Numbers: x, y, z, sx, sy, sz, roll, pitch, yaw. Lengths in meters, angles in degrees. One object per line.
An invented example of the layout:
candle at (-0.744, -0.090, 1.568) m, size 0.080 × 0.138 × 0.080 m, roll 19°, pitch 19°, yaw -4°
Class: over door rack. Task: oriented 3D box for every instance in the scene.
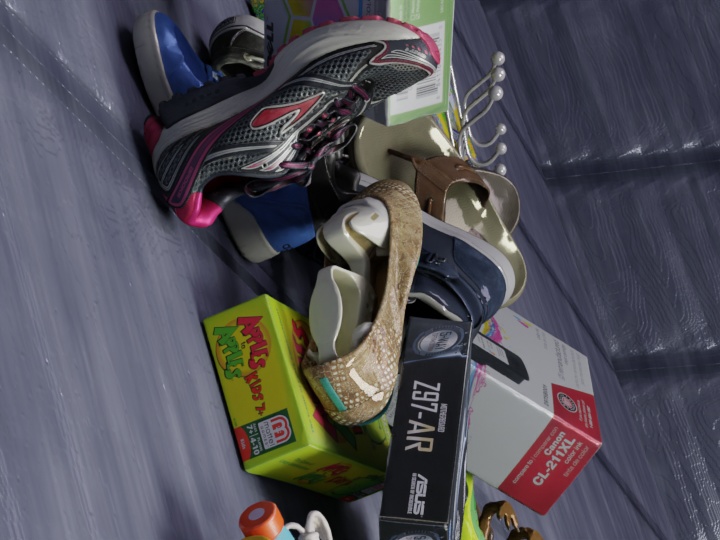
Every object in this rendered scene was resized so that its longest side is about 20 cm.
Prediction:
over door rack at (0.087, -0.189, 1.512) m, size 0.148 × 0.066 × 0.201 m, roll -75°, pitch 143°, yaw -70°

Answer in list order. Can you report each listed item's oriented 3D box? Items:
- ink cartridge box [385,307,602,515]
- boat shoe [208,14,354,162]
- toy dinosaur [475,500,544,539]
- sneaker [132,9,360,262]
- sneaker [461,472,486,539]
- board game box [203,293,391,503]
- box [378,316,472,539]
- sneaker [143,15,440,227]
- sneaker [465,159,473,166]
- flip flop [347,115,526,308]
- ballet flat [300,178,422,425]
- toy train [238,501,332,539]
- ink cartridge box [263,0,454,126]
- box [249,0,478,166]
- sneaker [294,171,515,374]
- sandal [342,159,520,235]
ink cartridge box at (0.083, 0.082, 1.352) m, size 0.199 × 0.083 × 0.146 m, roll 32°, pitch 23°, yaw -13°
boat shoe at (-0.036, -0.122, 1.341) m, size 0.199 × 0.071 × 0.064 m, roll 28°, pitch 33°, yaw -24°
toy dinosaur at (0.097, 0.226, 1.426) m, size 0.060 × 0.106 × 0.202 m, roll 25°, pitch 44°, yaw -37°
sneaker at (-0.069, -0.106, 1.174) m, size 0.077 × 0.110 × 0.201 m, roll -88°, pitch 153°, yaw -61°
sneaker at (0.067, 0.214, 1.349) m, size 0.084 × 0.073 × 0.202 m, roll 103°, pitch -32°, yaw -66°
board game box at (-0.033, 0.090, 1.142) m, size 0.200 × 0.047 × 0.102 m, roll 36°, pitch 35°, yaw -68°
box at (0.043, 0.156, 1.122) m, size 0.201 × 0.043 × 0.161 m, roll 88°, pitch 9°, yaw -47°
sneaker at (-0.038, -0.093, 1.076) m, size 0.081 × 0.199 × 0.075 m, roll 36°, pitch 32°, yaw -61°
sneaker at (0.030, -0.062, 1.443) m, size 0.200 × 0.139 × 0.078 m, roll 20°, pitch 49°, yaw -74°
flip flop at (0.068, -0.051, 1.305) m, size 0.201 × 0.081 × 0.057 m, roll 52°, pitch -22°, yaw -18°
ballet flat at (-0.001, 0.004, 1.106) m, size 0.065 × 0.070 × 0.201 m, roll 46°, pitch 35°, yaw -39°
toy train at (-0.037, 0.226, 0.902) m, size 0.150 × 0.055 × 0.202 m, roll 42°, pitch 32°, yaw -66°
ink cartridge box at (-0.020, -0.181, 1.188) m, size 0.199 × 0.059 × 0.105 m, roll 30°, pitch -53°, yaw 46°
box at (0.009, -0.170, 1.581) m, size 0.200 × 0.121 × 0.194 m, roll 12°, pitch 58°, yaw -75°
sneaker at (0.001, -0.001, 1.229) m, size 0.146 × 0.201 × 0.078 m, roll -48°, pitch 157°, yaw -58°
sandal at (0.062, -0.054, 1.361) m, size 0.199 × 0.054 × 0.083 m, roll 11°, pitch 78°, yaw -42°
